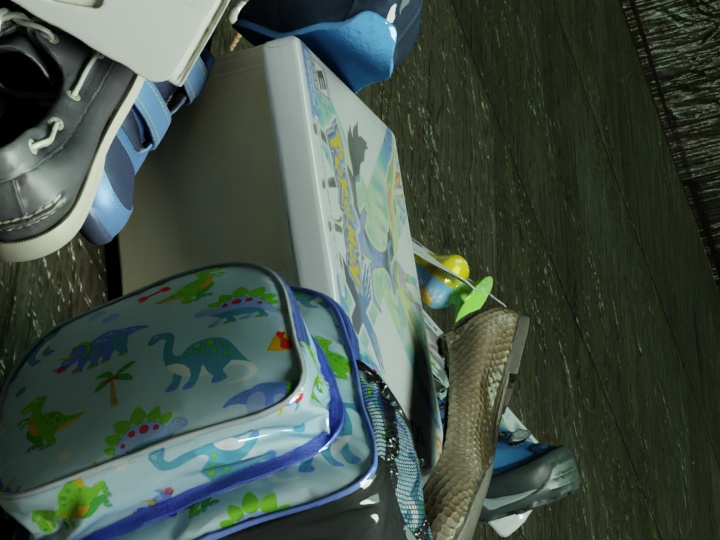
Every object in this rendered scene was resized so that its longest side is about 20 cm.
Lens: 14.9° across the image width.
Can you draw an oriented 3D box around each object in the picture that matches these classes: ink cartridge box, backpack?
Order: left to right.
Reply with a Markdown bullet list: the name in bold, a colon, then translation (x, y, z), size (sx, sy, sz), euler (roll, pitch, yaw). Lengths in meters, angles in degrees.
- **ink cartridge box**: translation (-0.115, -0.191, 1.325), size (0.146, 0.083, 0.200), euler (29, 27, -9)
- **backpack**: translation (-0.068, 0.084, 1.200), size (0.200, 0.182, 0.148), euler (-102, 170, -66)

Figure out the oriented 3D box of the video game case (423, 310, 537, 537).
- **video game case**: translation (0.047, 0.073, 1.687), size (0.182, 0.023, 0.200), euler (49, 11, 3)

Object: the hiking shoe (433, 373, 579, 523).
- **hiking shoe**: translation (0.030, 0.089, 1.519), size (0.074, 0.199, 0.087), euler (-17, 106, -51)

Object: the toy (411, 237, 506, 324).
- **toy**: translation (-0.014, -0.024, 1.645), size (0.047, 0.199, 0.115), euler (-60, 162, 1)

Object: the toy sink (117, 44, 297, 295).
- **toy sink**: translation (-0.060, 0.006, 1.452), size (0.130, 0.111, 0.201), euler (48, 31, -62)

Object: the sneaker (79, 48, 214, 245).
- **sneaker**: translation (-0.118, -0.101, 1.379), size (0.074, 0.082, 0.201), euler (65, 19, -48)

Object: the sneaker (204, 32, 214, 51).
- **sneaker**: translation (-0.089, -0.197, 1.504), size (0.098, 0.071, 0.202), euler (2, 85, -44)

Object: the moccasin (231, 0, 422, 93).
- **moccasin**: translation (-0.006, -0.135, 1.451), size (0.080, 0.068, 0.200), euler (33, -8, -22)

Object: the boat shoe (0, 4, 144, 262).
- **boat shoe**: translation (-0.146, -0.093, 1.281), size (0.201, 0.072, 0.063), euler (-82, 159, -46)

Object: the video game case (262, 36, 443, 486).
- **video game case**: translation (0.000, 0.000, 1.415), size (0.182, 0.022, 0.201), euler (38, 41, -69)

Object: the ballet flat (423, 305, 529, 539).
- **ballet flat**: translation (0.046, 0.091, 1.401), size (0.068, 0.046, 0.201), euler (105, 3, -47)

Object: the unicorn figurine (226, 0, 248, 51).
- **unicorn figurine**: translation (-0.086, -0.200, 1.625), size (0.138, 0.073, 0.201), euler (-69, 146, -60)
